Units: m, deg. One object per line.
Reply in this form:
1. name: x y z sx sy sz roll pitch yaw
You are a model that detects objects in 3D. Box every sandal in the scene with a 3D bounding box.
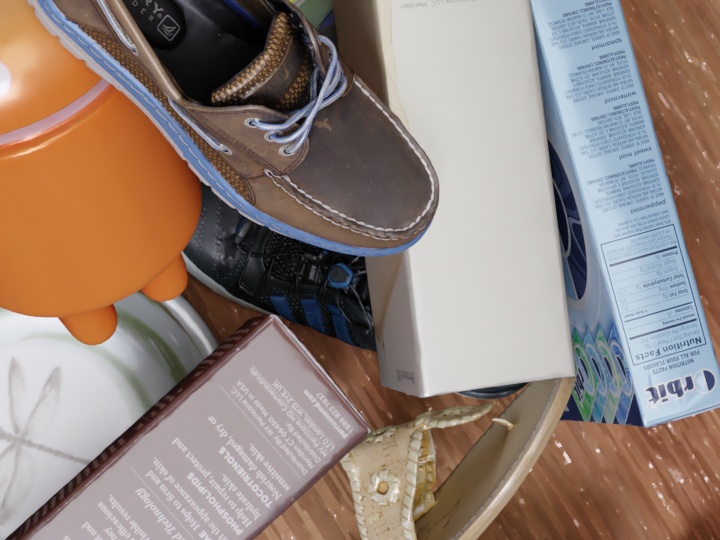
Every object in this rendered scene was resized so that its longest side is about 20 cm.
1. sandal: 0.011 0.110 0.965 0.069 0.078 0.212 33 114 -9

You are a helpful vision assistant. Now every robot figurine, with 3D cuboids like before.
1. robot figurine: -0.139 -0.060 0.886 0.143 0.117 0.201 -5 133 14

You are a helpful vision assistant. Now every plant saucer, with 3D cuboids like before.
1. plant saucer: -0.156 0.084 0.990 0.199 0.050 0.202 0 88 -8

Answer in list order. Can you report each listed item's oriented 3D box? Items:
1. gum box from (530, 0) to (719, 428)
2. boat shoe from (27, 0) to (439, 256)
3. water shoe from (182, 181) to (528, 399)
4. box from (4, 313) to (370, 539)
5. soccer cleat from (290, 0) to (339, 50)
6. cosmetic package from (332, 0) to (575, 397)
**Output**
1. gum box: 0.103 -0.029 0.972 0.044 0.170 0.201 -14 89 -9
2. boat shoe: -0.044 -0.071 0.804 0.199 0.072 0.073 34 77 -17
3. water shoe: 0.000 0.000 1.001 0.199 0.079 0.072 23 84 -6
4. box: -0.095 0.111 0.922 0.200 0.100 0.075 -40 94 -8
5. soccer cleat: -0.043 -0.118 1.017 0.199 0.084 0.065 -9 128 5
6. cosmetic package: 0.039 -0.049 0.916 0.073 0.104 0.202 -6 90 -10
